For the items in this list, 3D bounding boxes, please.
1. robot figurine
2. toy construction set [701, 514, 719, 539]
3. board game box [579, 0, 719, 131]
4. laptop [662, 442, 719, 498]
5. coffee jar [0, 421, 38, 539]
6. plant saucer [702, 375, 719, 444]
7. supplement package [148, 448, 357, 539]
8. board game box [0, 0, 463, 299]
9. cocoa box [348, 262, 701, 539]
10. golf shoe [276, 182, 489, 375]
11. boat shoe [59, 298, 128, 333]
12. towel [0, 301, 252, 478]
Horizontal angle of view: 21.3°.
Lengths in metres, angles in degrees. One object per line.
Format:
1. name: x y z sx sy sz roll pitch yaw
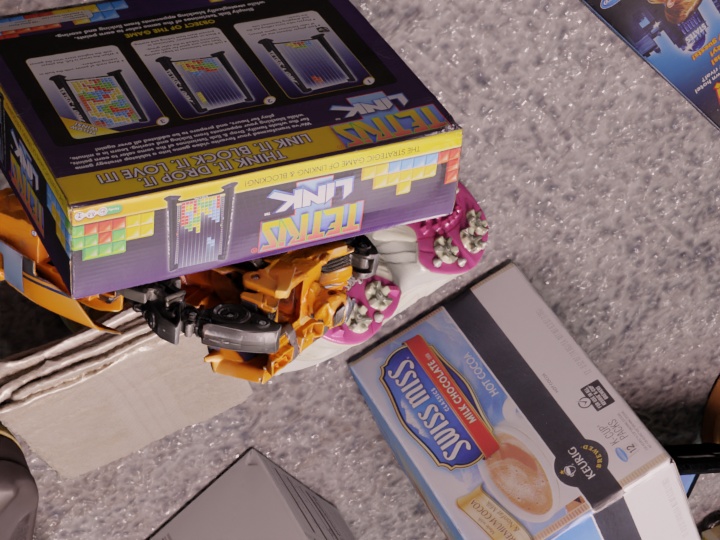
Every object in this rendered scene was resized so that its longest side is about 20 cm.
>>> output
1. robot figurine: -0.091 -0.006 0.950 0.145 0.200 0.058 -38 142 -50
2. toy construction set: 0.328 0.249 1.547 0.200 0.092 0.131 -26 113 -22
3. board game box: 0.220 -0.176 1.117 0.200 0.062 0.200 -36 139 1
4. laptop: 0.203 0.180 1.385 0.177 0.200 0.103 -1 90 -28
5. coffee jar: -0.228 0.078 0.951 0.085 0.200 0.104 -4 130 -30
6. plant saucer: 0.355 0.093 1.465 0.200 0.037 0.200 -17 135 -18
7. supplement package: -0.083 0.248 1.232 0.200 0.156 0.111 -41 136 6
8. board game box: -0.075 -0.074 0.940 0.200 0.165 0.057 -13 133 -23
9. cocoa box: 0.104 0.123 1.207 0.131 0.200 0.133 -31 138 -4
10. golf shoe: 0.000 0.000 1.105 0.092 0.075 0.200 -38 175 39
11. boat shoe: -0.078 -0.021 1.061 0.201 0.063 0.073 -34 138 -2
12. towel: -0.133 0.063 1.071 0.132 0.034 0.200 -23 163 -5
